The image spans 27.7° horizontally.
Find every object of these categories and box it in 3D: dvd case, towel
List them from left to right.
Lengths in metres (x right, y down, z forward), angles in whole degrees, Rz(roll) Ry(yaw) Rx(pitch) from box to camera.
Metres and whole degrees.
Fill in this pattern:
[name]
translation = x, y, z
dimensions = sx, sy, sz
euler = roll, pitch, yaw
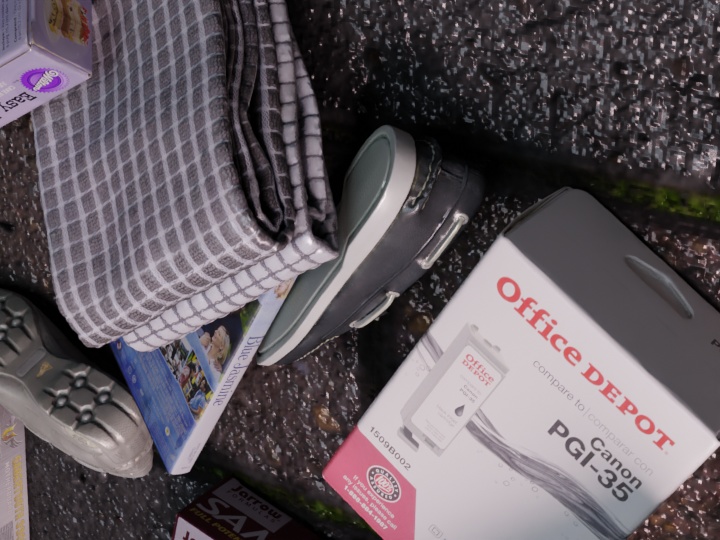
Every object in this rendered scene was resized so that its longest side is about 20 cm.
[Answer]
[towel]
translation = -0.103, -0.074, 0.784
dimensions = 0.165, 0.085, 0.202
euler = -28, 66, 40
[dvd case]
translation = -0.100, 0.004, 0.868
dimensions = 0.143, 0.017, 0.201
euler = 59, 135, 33

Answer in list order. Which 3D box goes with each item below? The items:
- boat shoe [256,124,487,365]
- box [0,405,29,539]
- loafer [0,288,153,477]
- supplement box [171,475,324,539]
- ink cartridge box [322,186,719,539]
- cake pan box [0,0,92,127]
[boat shoe]
translation = 0.000, 0.000, 0.798
dimensions = 0.060, 0.076, 0.200
euler = 16, 147, -20
[box]
translation = -0.324, 0.159, 1.108
dimensions = 0.157, 0.048, 0.202
euler = 18, 119, 28
[loafer]
translation = -0.213, 0.076, 0.981
dimensions = 0.199, 0.070, 0.070
euler = 34, 155, 33
[supplement box]
translation = -0.080, 0.250, 0.966
dimensions = 0.108, 0.061, 0.202
euler = 28, 122, 24
[ink cartridge box]
translation = 0.091, 0.080, 0.757
dimensions = 0.146, 0.083, 0.201
euler = 44, 128, 13
[cake pan box]
translation = -0.231, -0.170, 0.832
dimensions = 0.183, 0.052, 0.202
euler = -22, 63, 31
